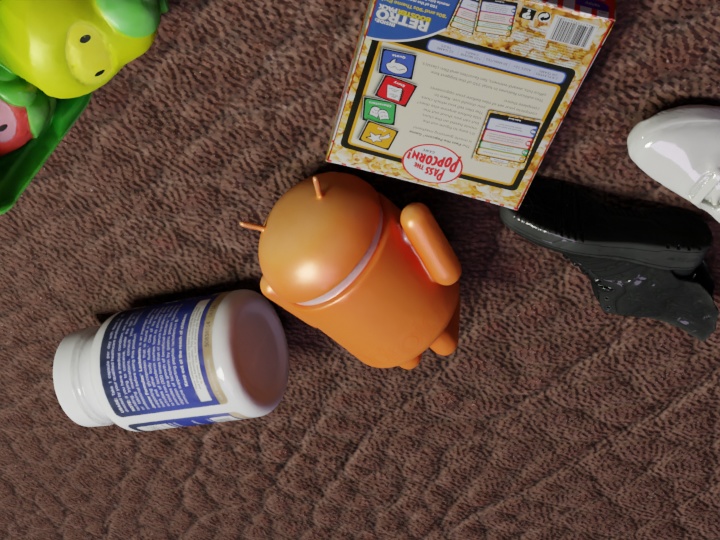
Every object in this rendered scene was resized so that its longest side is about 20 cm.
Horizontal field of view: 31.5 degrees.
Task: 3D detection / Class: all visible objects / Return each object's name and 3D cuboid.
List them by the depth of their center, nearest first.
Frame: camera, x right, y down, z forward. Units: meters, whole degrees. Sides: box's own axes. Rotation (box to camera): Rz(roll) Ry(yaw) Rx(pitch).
[{"bbox_3d":[-0.238,-0.151,0.863,0.215,0.156,0.216,22,151,13],"label":"fruit basket"},{"bbox_3d":[0.069,-0.134,0.875,0.151,0.046,0.200,14,144,-5],"label":"board game box"},{"bbox_3d":[0.279,-0.046,0.904,0.199,0.089,0.075,22,144,-14],"label":"sneaker"},{"bbox_3d":[0.197,-0.005,1.005,0.199,0.060,0.104,10,139,-5],"label":"sneaker"},{"bbox_3d":[0.001,-0.001,1.015,0.200,0.117,0.144,39,170,-34],"label":"robot figurine"},{"bbox_3d":[-0.176,0.087,1.176,0.199,0.116,0.116,-10,139,25],"label":"pill bottle"}]
